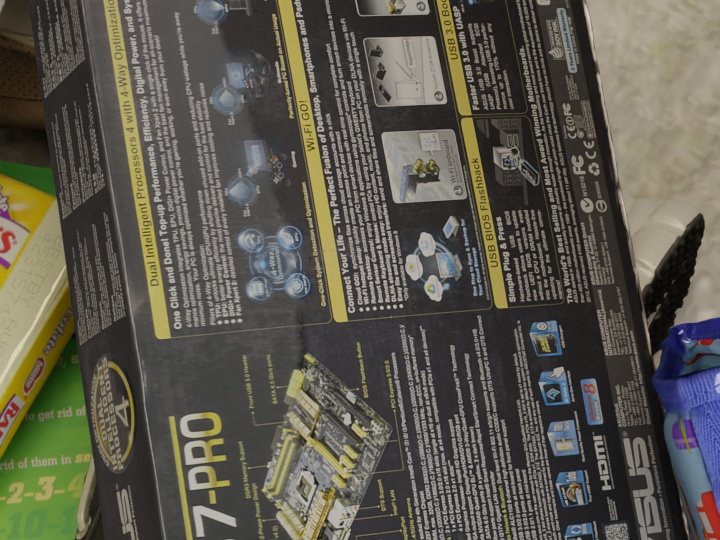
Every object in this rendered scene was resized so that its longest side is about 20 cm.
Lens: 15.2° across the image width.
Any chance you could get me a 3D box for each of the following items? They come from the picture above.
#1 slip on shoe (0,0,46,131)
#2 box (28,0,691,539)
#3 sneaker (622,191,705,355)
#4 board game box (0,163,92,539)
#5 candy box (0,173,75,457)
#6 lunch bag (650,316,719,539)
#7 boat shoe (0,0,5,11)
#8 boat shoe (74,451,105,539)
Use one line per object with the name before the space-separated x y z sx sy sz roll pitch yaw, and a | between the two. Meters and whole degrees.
slip on shoe | -0.045 -0.059 0.890 0.200 0.076 0.061 11 105 -4
box | 0.000 0.000 0.760 0.161 0.049 0.200 -5 78 -28
sneaker | 0.028 0.045 0.842 0.080 0.074 0.200 28 60 16
board game box | -0.097 0.064 0.842 0.095 0.030 0.200 9 69 2
candy box | -0.182 -0.004 0.849 0.200 0.026 0.102 23 73 24
lunch bag | 0.122 0.086 0.684 0.094 0.200 0.151 -18 91 19
boat shoe | -0.147 -0.028 0.796 0.072 0.068 0.200 13 72 50
boat shoe | -0.047 0.074 0.784 0.071 0.064 0.200 26 65 -26
